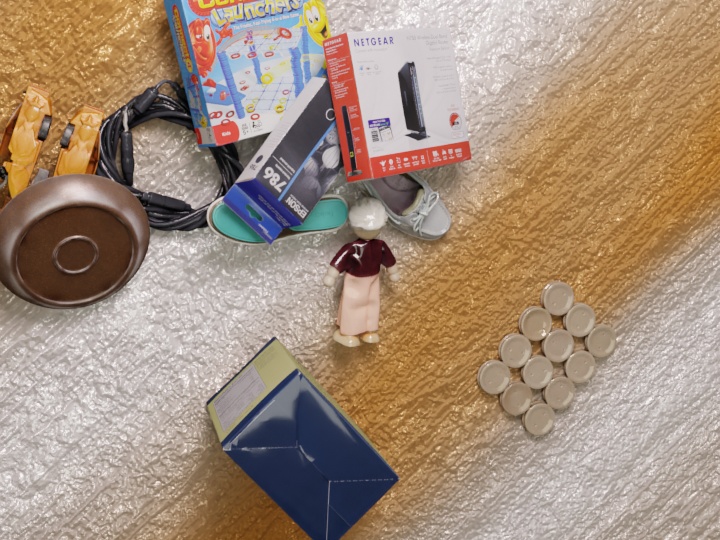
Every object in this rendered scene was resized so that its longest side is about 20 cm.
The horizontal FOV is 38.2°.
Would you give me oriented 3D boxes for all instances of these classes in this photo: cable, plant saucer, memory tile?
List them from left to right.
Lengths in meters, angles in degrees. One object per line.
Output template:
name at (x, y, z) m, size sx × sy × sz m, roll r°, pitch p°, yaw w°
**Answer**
plant saucer at (-0.356, -0.026, 1.293) m, size 0.198 × 0.032 × 0.202 m, roll -15°, pitch 130°, yaw -18°
cable at (-0.243, -0.131, 1.342) m, size 0.163 × 0.051 × 0.201 m, roll -40°, pitch 107°, yaw -5°
memory tile at (0.276, 0.130, 1.540) m, size 0.153 × 0.017 × 0.201 m, roll 40°, pitch 89°, yaw -17°

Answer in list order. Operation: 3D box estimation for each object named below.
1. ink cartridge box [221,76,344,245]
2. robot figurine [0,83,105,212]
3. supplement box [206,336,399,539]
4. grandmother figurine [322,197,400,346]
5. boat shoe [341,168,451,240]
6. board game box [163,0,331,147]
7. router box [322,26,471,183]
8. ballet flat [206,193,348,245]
ink cartridge box at (-0.078, -0.135, 1.313) m, size 0.099 × 0.039 × 0.201 m, roll 41°, pitch 79°, yaw -35°
robot figurine at (-0.394, -0.119, 1.295) m, size 0.143 × 0.058 × 0.202 m, roll 19°, pitch 101°, yaw -17°
supplement box at (-0.081, 0.221, 1.365) m, size 0.134 × 0.200 × 0.200 m, roll -43°, pitch 107°, yaw -4°
grandmother figurine at (0.000, 0.000, 1.402) m, size 0.120 × 0.060 × 0.203 m, roll -12°, pitch 117°, yaw -43°
boat shoe at (0.051, -0.106, 1.410) m, size 0.202 × 0.065 × 0.075 m, roll 41°, pitch 88°, yaw -26°
board game box at (-0.130, -0.275, 1.315) m, size 0.198 × 0.056 × 0.198 m, roll -20°, pitch 105°, yaw -29°
router box at (0.050, -0.217, 1.345) m, size 0.199 × 0.049 × 0.182 m, roll -16°, pitch 98°, yaw -44°
ballet flat at (-0.113, -0.073, 1.370) m, size 0.198 × 0.069 × 0.070 m, roll -5°, pitch 101°, yaw -25°
